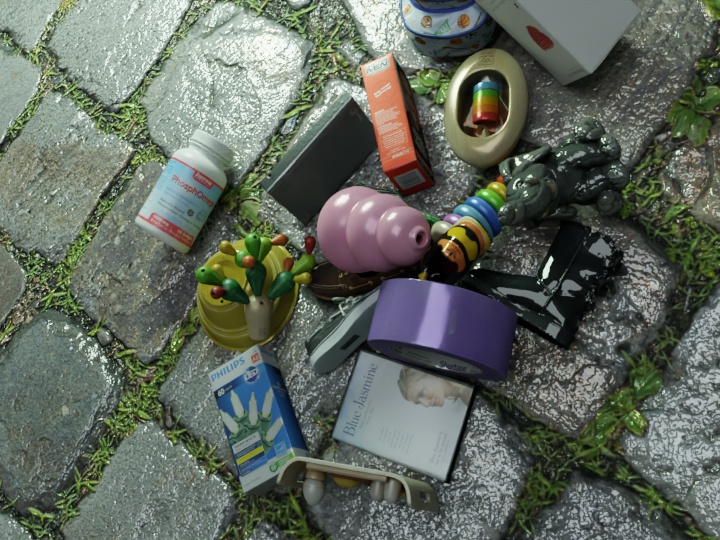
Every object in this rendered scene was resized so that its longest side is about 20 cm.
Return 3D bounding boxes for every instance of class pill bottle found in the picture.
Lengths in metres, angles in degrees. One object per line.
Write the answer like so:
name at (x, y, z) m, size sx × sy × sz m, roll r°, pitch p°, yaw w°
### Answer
pill bottle at (-0.306, -0.142, 1.360) m, size 0.108 × 0.109 × 0.203 m, roll 26°, pitch 85°, yaw 28°

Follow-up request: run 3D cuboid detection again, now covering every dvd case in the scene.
dvd case at (0.062, 0.210, 1.135) m, size 0.197 × 0.018 × 0.145 m, roll 15°, pitch 80°, yaw 27°

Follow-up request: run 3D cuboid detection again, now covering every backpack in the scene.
backpack at (0.147, -0.455, 1.256) m, size 0.196 × 0.154 × 0.195 m, roll -1°, pitch 82°, yaw 19°

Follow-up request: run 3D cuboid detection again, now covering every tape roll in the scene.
tape roll at (0.112, 0.083, 1.052) m, size 0.196 × 0.200 × 0.087 m, roll 9°, pitch 77°, yaw 25°

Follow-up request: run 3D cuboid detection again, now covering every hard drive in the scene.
hard drive at (-0.061, -0.181, 1.250) m, size 0.200 × 0.139 × 0.033 m, roll -48°, pitch 61°, yaw 2°

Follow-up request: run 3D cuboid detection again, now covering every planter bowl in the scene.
planter bowl at (-0.208, 0.026, 1.276) m, size 0.196 × 0.083 × 0.205 m, roll -8°, pitch 69°, yaw 21°

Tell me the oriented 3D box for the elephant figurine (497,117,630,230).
elephant figurine at (0.253, -0.118, 1.055) m, size 0.197 × 0.156 × 0.143 m, roll -23°, pitch 59°, yaw -3°

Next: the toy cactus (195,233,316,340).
toy cactus at (-0.153, 0.026, 1.191) m, size 0.101 × 0.197 × 0.169 m, roll 19°, pitch 115°, yaw 48°

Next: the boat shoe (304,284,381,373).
boat shoe at (-0.011, 0.073, 1.178) m, size 0.200 × 0.073 × 0.069 m, roll -47°, pitch 51°, yaw 24°

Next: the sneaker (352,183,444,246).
sneaker at (0.059, -0.093, 1.206) m, size 0.197 × 0.079 × 0.086 m, roll 20°, pitch 53°, yaw 16°

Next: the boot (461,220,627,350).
boot at (0.263, 0.001, 1.090) m, size 0.197 × 0.073 × 0.164 m, roll 30°, pitch 83°, yaw 30°

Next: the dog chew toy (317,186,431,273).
dog chew toy at (0.024, -0.053, 1.080) m, size 0.198 × 0.124 × 0.127 m, roll 12°, pitch 76°, yaw 54°

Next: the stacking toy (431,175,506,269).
stacking toy at (0.198, -0.096, 1.140) m, size 0.200 × 0.086 × 0.085 m, roll -43°, pitch 61°, yaw -14°

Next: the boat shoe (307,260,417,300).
boat shoe at (0.000, 0.000, 1.201) m, size 0.196 × 0.070 × 0.072 m, roll -6°, pitch 59°, yaw 22°

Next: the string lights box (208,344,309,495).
string lights box at (-0.158, 0.233, 1.198) m, size 0.102 × 0.059 × 0.203 m, roll -30°, pitch 63°, yaw 12°

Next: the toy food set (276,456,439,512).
toy food set at (0.000, 0.305, 1.057) m, size 0.196 × 0.143 × 0.062 m, roll 4°, pitch 73°, yaw 24°

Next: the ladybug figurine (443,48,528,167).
ladybug figurine at (0.200, -0.251, 1.200) m, size 0.133 × 0.072 × 0.204 m, roll 2°, pitch 74°, yaw 24°

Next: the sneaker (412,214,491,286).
sneaker at (0.103, 0.003, 1.070) m, size 0.090 × 0.201 × 0.070 m, roll -35°, pitch 78°, yaw -34°

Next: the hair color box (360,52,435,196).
hair color box at (0.060, -0.235, 1.239) m, size 0.060 × 0.101 × 0.204 m, roll -19°, pitch 67°, yaw 16°

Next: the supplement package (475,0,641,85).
supplement package at (0.287, -0.393, 1.134) m, size 0.199 × 0.121 × 0.120 m, roll 41°, pitch 90°, yaw -7°
